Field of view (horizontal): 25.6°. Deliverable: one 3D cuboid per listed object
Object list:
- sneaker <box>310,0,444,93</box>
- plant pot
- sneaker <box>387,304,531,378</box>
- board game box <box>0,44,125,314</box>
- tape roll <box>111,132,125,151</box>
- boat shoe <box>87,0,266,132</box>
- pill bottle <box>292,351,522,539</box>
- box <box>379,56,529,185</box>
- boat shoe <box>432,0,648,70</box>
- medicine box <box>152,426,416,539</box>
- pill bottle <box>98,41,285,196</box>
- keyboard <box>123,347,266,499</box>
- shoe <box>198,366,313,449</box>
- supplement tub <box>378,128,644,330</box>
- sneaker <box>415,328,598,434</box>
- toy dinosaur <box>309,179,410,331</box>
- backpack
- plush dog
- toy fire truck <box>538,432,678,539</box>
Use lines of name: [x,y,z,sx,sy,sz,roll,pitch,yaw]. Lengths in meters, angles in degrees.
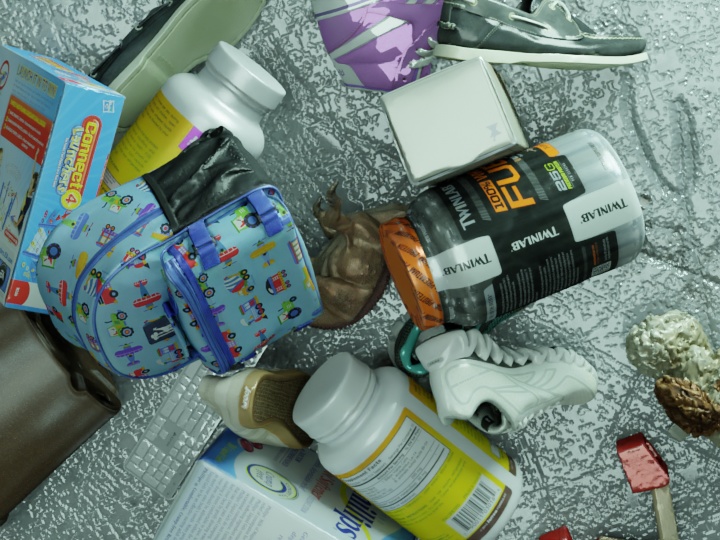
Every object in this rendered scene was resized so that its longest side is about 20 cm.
sneaker: [0.067,-0.217,1.396,0.200,0.073,0.114,-17,99,20]
plant pot: [-0.338,0.128,1.437,0.198,0.200,0.200,-37,91,2]
sneaker: [0.105,0.030,1.407,0.078,0.091,0.200,44,100,-1]
board game box: [-0.289,-0.084,1.393,0.056,0.200,0.196,12,101,-31]
tape roll: [-0.198,-0.056,1.463,0.203,0.037,0.203,1,98,8]
boat shoe: [-0.169,-0.211,1.423,0.199,0.075,0.066,-48,51,-2]
pill bottle: [0.039,0.160,1.397,0.200,0.109,0.109,39,101,-18]
box: [0.083,-0.122,1.333,0.095,0.200,0.078,-21,89,8]
boat shoe: [0.159,-0.205,1.351,0.200,0.072,0.068,3,93,-22]
medicine box: [-0.062,0.235,1.409,0.200,0.182,0.103,30,101,3]
pill bottle: [-0.154,-0.099,1.380,0.104,0.104,0.200,39,101,1]
keyboard: [-0.152,0.121,1.493,0.056,0.011,0.200,33,100,2]
shoe: [-0.085,0.117,1.396,0.053,0.200,0.070,4,79,17]
supplement tub: [0.125,-0.030,1.325,0.200,0.123,0.123,-22,94,-8]
sneaker: [0.132,0.106,1.377,0.075,0.200,0.081,-33,58,42]
toy dinosaur: [0.000,0.000,1.425,0.135,0.086,0.200,35,106,-5]
backpack: [-0.152,0.007,1.292,0.200,0.183,0.135,-28,49,-15]
plush dog: [0.334,0.111,1.346,0.200,0.172,0.161,-8,97,7]
toy fire truck: [0.240,0.264,1.442,0.141,0.049,0.200,-25,94,9]
